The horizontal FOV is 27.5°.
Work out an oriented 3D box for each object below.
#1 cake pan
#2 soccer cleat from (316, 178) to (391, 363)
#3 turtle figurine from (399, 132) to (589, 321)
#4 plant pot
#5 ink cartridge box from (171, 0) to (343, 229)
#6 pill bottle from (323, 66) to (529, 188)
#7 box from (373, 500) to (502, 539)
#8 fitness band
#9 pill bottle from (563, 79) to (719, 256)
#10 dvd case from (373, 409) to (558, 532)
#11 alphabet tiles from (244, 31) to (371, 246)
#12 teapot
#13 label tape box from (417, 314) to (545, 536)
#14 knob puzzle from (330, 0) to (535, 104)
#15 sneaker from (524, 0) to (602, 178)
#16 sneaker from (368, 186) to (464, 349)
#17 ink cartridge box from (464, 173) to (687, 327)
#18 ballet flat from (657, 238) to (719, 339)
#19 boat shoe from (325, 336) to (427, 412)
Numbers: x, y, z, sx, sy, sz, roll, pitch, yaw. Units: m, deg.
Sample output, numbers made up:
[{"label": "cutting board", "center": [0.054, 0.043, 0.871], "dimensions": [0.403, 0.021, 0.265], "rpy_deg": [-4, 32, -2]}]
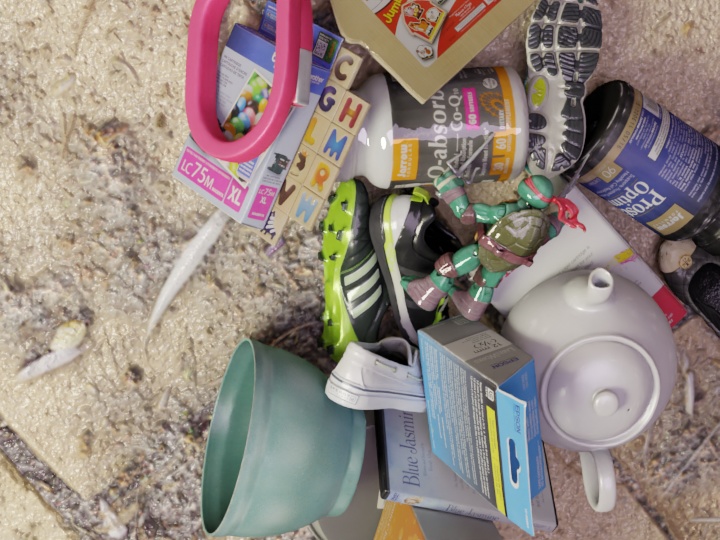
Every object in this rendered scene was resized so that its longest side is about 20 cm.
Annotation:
[{"label": "cake pan", "center": [0.032, 0.240, 1.614], "dimensions": [0.198, 0.037, 0.202], "rpy_deg": [-3, 107, -8]}, {"label": "soccer cleat", "center": [0.000, 0.000, 1.531], "dimensions": [0.080, 0.067, 0.202], "rpy_deg": [-5, 110, -24]}, {"label": "turtle figurine", "center": [0.132, -0.042, 1.416], "dimensions": [0.149, 0.101, 0.200], "rpy_deg": [25, 118, -22]}, {"label": "plant pot", "center": [-0.073, 0.180, 1.498], "dimensions": [0.133, 0.200, 0.202], "rpy_deg": [13, 104, -16]}, {"label": "ink cartridge box", "center": [-0.103, -0.157, 1.436], "dimensions": [0.042, 0.119, 0.201], "rpy_deg": [14, 105, -50]}, {"label": "pill bottle", "center": [0.060, -0.141, 1.465], "dimensions": [0.198, 0.116, 0.117], "rpy_deg": [-5, 107, -8]}, {"label": "box", "center": [0.079, 0.309, 1.516], "dimensions": [0.097, 0.200, 0.125], "rpy_deg": [14, 103, -13]}, {"label": "fitness band", "center": [-0.110, -0.202, 1.400], "dimensions": [0.037, 0.143, 0.202], "rpy_deg": [13, 76, -50]}, {"label": "pill bottle", "center": [0.311, -0.101, 1.518], "dimensions": [0.199, 0.112, 0.112], "rpy_deg": [31, 100, -15]}, {"label": "dvd case", "center": [0.109, 0.197, 1.556], "dimensions": [0.198, 0.143, 0.018], "rpy_deg": [13, 133, -17]}, {"label": "alphabet tiles", "center": [-0.072, -0.134, 1.435], "dimensions": [0.006, 0.166, 0.201], "rpy_deg": [12, 108, -49]}, {"label": "teapot", "center": [0.230, 0.108, 1.461], "dimensions": [0.200, 0.146, 0.198], "rpy_deg": [38, 105, -17]}, {"label": "label tape box", "center": [0.133, 0.145, 1.429], "dimensions": [0.066, 0.200, 0.144], "rpy_deg": [-17, 114, -22]}, {"label": "knob puzzle", "center": [0.049, -0.285, 1.439], "dimensions": [0.218, 0.030, 0.222], "rpy_deg": [3, 76, -13]}, {"label": "sneaker", "center": [0.192, -0.192, 1.493], "dimensions": [0.077, 0.080, 0.202], "rpy_deg": [12, 85, -6]}, {"label": "sneaker", "center": [0.072, 0.005, 1.505], "dimensions": [0.082, 0.072, 0.201], "rpy_deg": [-6, 128, 22]}, {"label": "ink cartridge box", "center": [0.222, 0.014, 1.551], "dimensions": [0.147, 0.086, 0.200], "rpy_deg": [-42, 107, 7]}, {"label": "ballet flat", "center": [0.396, 0.035, 1.599], "dimensions": [0.066, 0.057, 0.200], "rpy_deg": [-44, 108, 4]}, {"label": "boat shoe", "center": [0.037, 0.102, 1.503], "dimensions": [0.073, 0.200, 0.067], "rpy_deg": [26, 101, 22]}]
